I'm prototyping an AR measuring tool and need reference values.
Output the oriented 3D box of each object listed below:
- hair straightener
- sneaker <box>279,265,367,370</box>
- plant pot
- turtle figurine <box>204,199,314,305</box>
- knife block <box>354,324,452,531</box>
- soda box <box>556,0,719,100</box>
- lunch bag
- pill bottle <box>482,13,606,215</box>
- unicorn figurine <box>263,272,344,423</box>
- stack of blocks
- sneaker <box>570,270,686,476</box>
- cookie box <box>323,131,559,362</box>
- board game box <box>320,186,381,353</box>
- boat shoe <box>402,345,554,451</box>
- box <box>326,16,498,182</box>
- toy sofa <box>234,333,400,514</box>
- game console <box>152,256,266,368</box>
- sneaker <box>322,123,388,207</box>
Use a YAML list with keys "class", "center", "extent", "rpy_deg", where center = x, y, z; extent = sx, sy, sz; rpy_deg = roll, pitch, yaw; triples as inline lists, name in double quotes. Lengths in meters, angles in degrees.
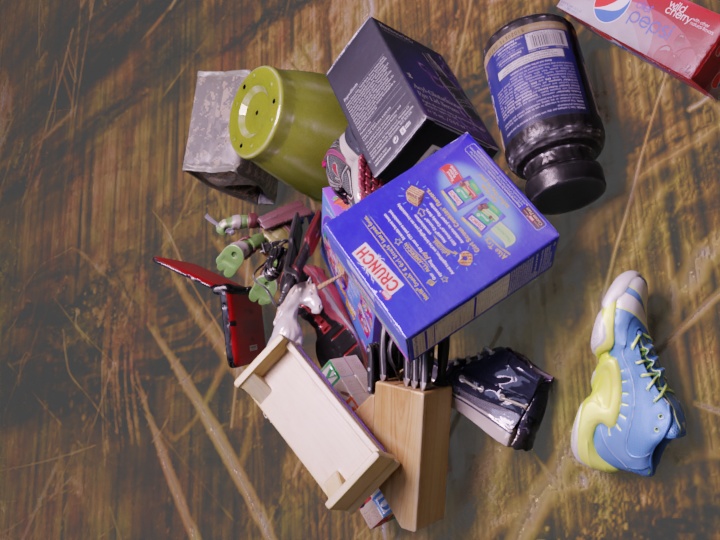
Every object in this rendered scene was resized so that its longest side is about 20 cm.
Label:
- class: "hair straightener"
  center: [-0.105, -0.018, 1.076]
  extent: [0.075, 0.041, 0.202]
  rpy_deg: [-2, 38, 13]
- class: "sneaker"
  center: [-0.033, 0.073, 1.104]
  extent: [0.073, 0.086, 0.202]
  rpy_deg: [-35, 80, 30]
- class: "plant pot"
  center: [-0.081, -0.204, 1.122]
  extent: [0.198, 0.191, 0.205]
  rpy_deg: [-12, 73, 45]
- class: "turtle figurine"
  center: [-0.164, -0.015, 1.194]
  extent: [0.196, 0.194, 0.146]
  rpy_deg: [-11, 110, 16]
- class: "knife block"
  center: [0.069, 0.162, 0.872]
  extent: [0.176, 0.063, 0.202]
  rpy_deg: [-48, 62, 30]
- class: "soda box"
  center: [0.301, -0.257, 0.802]
  extent: [0.064, 0.069, 0.200]
  rpy_deg: [-58, 46, 19]
- class: "lunch bag"
  center: [-0.187, -0.208, 1.241]
  extent: [0.115, 0.200, 0.168]
  rpy_deg: [4, 80, 21]
- class: "pill bottle"
  center: [0.208, -0.172, 0.856]
  extent: [0.111, 0.111, 0.204]
  rpy_deg: [-27, 62, 40]
- class: "unicorn figurine"
  center: [-0.097, 0.105, 1.032]
  extent: [0.200, 0.073, 0.139]
  rpy_deg: [-48, 36, 34]
- class: "stack of blocks"
  center: [0.012, 0.210, 0.999]
  extent: [0.115, 0.058, 0.201]
  rpy_deg: [-49, 62, 29]
- class: "sneaker"
  center: [0.279, 0.108, 0.758]
  extent: [0.104, 0.075, 0.204]
  rpy_deg: [16, 101, 36]
- class: "cookie box"
  center: [0.086, -0.028, 0.843]
  extent: [0.198, 0.076, 0.172]
  rpy_deg: [-32, 62, -9]
- class: "board game box"
  center: [0.000, 0.000, 1.047]
  extent: [0.136, 0.044, 0.202]
  rpy_deg: [96, 154, -52]
- class: "boat shoe"
  center: [0.138, 0.122, 0.907]
  extent: [0.199, 0.074, 0.094]
  rpy_deg: [30, 99, 38]
- class: "box"
  center: [0.064, -0.206, 0.996]
  extent: [0.104, 0.146, 0.202]
  rpy_deg: [-45, 52, 30]
- class: "toy sofa"
  center: [-0.047, 0.175, 0.885]
  extent: [0.083, 0.098, 0.200]
  rpy_deg: [-45, 61, 2]
- class: "game console"
  center: [-0.228, 0.064, 1.188]
  extent: [0.116, 0.200, 0.176]
  rpy_deg: [-7, 87, 5]
- class: "sneaker"
  center: [-0.002, -0.110, 0.987]
  extent: [0.075, 0.080, 0.201]
  rpy_deg: [-42, 30, 19]
